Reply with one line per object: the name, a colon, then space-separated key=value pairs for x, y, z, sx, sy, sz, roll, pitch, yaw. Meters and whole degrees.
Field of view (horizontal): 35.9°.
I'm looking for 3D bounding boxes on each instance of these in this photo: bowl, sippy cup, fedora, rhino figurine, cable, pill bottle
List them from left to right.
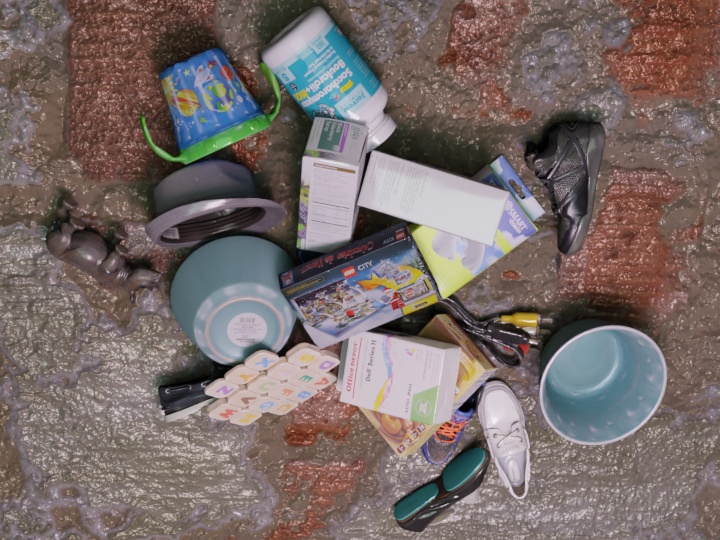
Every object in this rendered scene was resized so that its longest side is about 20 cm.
rhino figurine: x=-0.371 y=-0.017 z=1.632 sx=0.200 sy=0.060 sz=0.087 roll=34 pitch=123 yaw=-15
sippy cup: x=-0.210 y=-0.232 z=1.541 sx=0.139 sy=0.178 sz=0.131 roll=-17 pitch=101 yaw=40
fedora: x=-0.214 y=-0.101 z=1.585 sx=0.199 sy=0.177 sz=0.091 roll=-12 pitch=77 yaw=-16
bowl: x=-0.176 y=0.060 z=1.630 sx=0.200 sy=0.105 sz=0.201 roll=-5 pitch=120 yaw=-9
pill bottle: x=-0.037 y=-0.258 z=1.549 sx=0.111 sy=0.111 sz=0.200 roll=-38 pitch=108 yaw=9
cable: x=0.194 y=0.089 z=1.737 sx=0.199 sy=0.050 sz=0.097 roll=17 pitch=122 yaw=3
bowl: x=0.356 y=0.155 z=1.713 sx=0.200 sy=0.105 sz=0.201 roll=-4 pitch=113 yaw=-9

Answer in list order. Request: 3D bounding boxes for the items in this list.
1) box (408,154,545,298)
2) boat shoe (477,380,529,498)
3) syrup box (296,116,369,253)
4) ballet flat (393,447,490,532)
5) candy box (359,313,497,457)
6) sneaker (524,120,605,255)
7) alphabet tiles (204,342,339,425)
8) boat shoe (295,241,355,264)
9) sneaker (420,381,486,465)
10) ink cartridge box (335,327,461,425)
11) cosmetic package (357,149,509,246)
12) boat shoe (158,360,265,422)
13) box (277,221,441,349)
box: x=0.168 y=-0.064 z=1.667 sx=0.200 sy=0.048 sz=0.122 roll=-37 pitch=108 yaw=9
boat shoe: x=0.238 y=0.272 z=1.776 sx=0.071 sy=0.069 sz=0.200 roll=-18 pitch=109 yaw=3
syrup box: x=-0.040 y=-0.114 z=1.559 sx=0.081 sy=0.079 sz=0.200 roll=10 pitch=143 yaw=3
ballet flat: x=0.145 y=0.360 z=1.807 sx=0.200 sy=0.068 sz=0.068 roll=-38 pitch=118 yaw=19
candy box: x=0.098 y=0.176 z=1.699 sx=0.115 sy=0.055 sz=0.200 roll=48 pitch=111 yaw=19
sneaker: x=0.289 y=-0.123 z=1.643 sx=0.114 sy=0.076 sz=0.200 roll=4 pitch=106 yaw=-4
alphabet tiles: x=-0.131 y=0.173 z=1.670 sx=0.200 sy=0.015 sz=0.195 roll=-35 pitch=148 yaw=19
boat shoe: x=0.000 y=0.000 z=1.663 sx=0.199 sy=0.069 sz=0.084 roll=19 pitch=107 yaw=-11
sneaker: x=0.144 y=0.220 z=1.746 sx=0.075 sy=0.078 sz=0.201 roll=15 pitch=107 yaw=-9
ink cartridge box: x=0.041 y=0.151 z=1.659 sx=0.199 sy=0.067 sz=0.118 roll=11 pitch=96 yaw=28
cosmetic package: x=0.104 y=-0.103 z=1.577 sx=0.199 sy=0.108 sz=0.085 roll=16 pitch=97 yaw=2
boat shoe: x=-0.218 y=0.164 z=1.703 sx=0.199 sy=0.075 sz=0.066 roll=-24 pitch=91 yaw=5
box: x=0.000 y=0.024 z=1.599 sx=0.200 sy=0.038 sz=0.137 roll=-22 pitch=130 yaw=9
